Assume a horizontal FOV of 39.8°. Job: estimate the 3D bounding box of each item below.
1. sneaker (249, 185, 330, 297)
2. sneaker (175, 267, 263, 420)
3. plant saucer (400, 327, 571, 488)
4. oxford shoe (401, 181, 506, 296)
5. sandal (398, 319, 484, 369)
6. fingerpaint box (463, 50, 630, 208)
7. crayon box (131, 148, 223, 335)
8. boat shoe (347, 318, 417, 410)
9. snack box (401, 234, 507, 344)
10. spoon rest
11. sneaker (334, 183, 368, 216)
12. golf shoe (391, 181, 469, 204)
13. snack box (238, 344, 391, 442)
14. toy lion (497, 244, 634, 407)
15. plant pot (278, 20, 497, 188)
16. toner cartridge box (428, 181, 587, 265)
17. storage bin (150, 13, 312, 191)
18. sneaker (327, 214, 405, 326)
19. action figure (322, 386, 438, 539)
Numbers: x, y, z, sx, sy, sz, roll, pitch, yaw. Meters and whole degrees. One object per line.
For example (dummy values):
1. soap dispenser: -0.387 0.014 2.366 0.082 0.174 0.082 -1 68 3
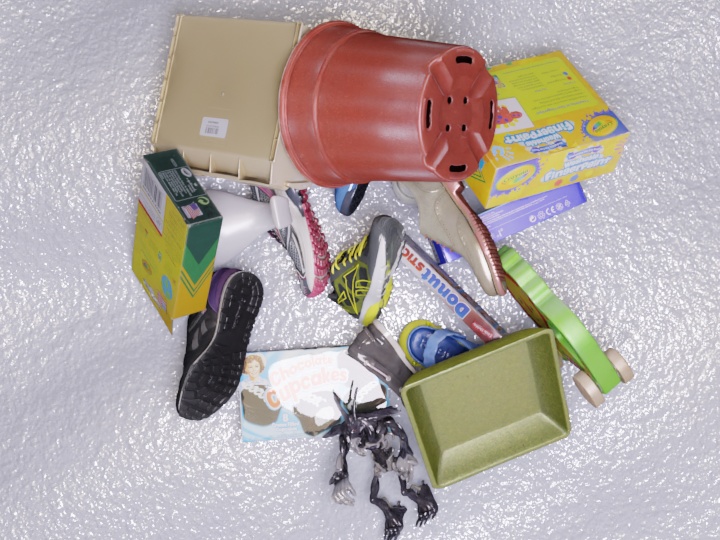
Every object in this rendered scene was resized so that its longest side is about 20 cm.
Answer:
1. sneaker: -0.094 -0.059 1.302 0.074 0.081 0.202 -21 83 12
2. sneaker: -0.193 0.094 1.291 0.075 0.087 0.202 29 79 -38
3. plant saucer: 0.156 0.165 1.254 0.197 0.048 0.202 -21 128 -3
4. oxford shoe: 0.115 -0.049 1.225 0.073 0.071 0.202 -30 76 12
5. sandal: 0.147 0.125 1.304 0.197 0.087 0.081 17 87 -4
6. fingerpaint box: 0.205 -0.180 1.251 0.198 0.074 0.168 -17 55 -22
7. crayon box: -0.232 -0.033 1.237 0.050 0.201 0.127 -17 55 -32
8. boat shoe: 0.052 0.146 1.285 0.057 0.067 0.201 -38 119 -3
9. snack box: 0.109 0.021 1.288 0.200 0.072 0.024 45 100 10
10. spoon rest: -0.159 -0.060 1.267 0.198 0.060 0.101 -7 93 39
11. sneaker: -0.014 -0.175 1.312 0.077 0.066 0.203 14 89 9
12. golf shoe: 0.138 -0.142 1.303 0.198 0.092 0.076 -24 89 -4
13. snack box: -0.061 0.160 1.316 0.197 0.037 0.118 -4 89 -3
14. toy lion: 0.239 0.056 1.259 0.068 0.200 0.192 -37 110 -1
15. plant pot: 0.042 -0.186 1.154 0.194 0.200 0.204 13 89 41
16. toner cartridge box: 0.189 -0.066 1.303 0.198 0.095 0.044 -24 91 -3
17. storage bin: -0.146 -0.209 1.242 0.198 0.093 0.201 12 90 29
18. sneaker: 0.000 0.000 1.254 0.084 0.201 0.075 23 51 8
19. action figure: 0.024 0.250 1.264 0.118 0.102 0.201 -25 111 17
